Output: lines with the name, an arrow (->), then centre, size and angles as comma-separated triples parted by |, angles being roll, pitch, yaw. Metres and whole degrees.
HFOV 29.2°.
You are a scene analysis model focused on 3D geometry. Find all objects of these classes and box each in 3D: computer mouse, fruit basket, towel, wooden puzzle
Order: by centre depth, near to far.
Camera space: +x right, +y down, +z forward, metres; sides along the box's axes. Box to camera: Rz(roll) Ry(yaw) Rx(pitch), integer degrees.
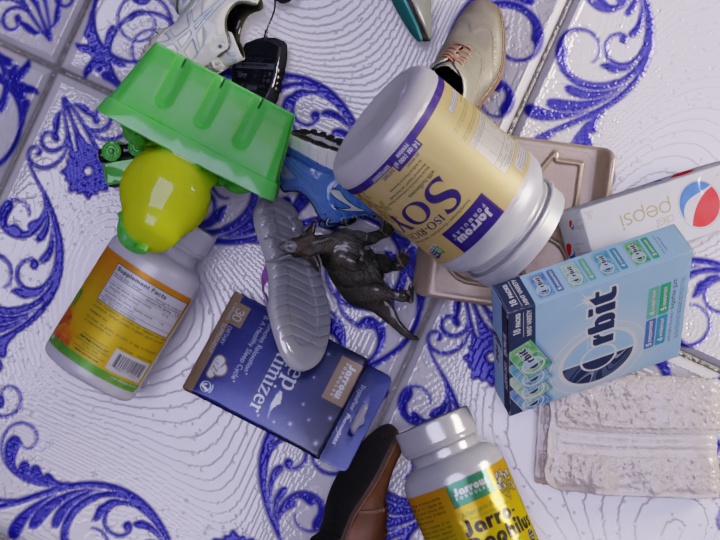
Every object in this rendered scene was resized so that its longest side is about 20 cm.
fruit basket -> -0.182, -0.109, 1.424 | 0.215, 0.156, 0.217 | 0, 95, -2
towel -> 0.286, 0.174, 1.478 | 0.199, 0.034, 0.133 | 2, 87, 4
wooden puzzle -> 0.166, -0.051, 1.498 | 0.199, 0.046, 0.186 | 8, 87, 9
computer mouse -> -0.099, -0.267, 1.539 | 0.058, 0.034, 0.201 | 10, 82, 25

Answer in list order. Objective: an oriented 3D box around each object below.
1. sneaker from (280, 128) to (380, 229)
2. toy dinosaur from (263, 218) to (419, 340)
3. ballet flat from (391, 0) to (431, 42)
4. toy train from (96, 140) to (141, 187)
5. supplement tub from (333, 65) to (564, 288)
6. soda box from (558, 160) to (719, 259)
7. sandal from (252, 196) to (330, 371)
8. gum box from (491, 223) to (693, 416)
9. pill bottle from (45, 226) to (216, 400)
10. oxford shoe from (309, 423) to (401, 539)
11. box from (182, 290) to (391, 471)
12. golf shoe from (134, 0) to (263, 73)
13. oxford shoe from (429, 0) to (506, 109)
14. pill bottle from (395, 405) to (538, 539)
sneaker -> 0.000, -0.083, 1.497 | 0.199, 0.079, 0.089 | 24, 112, 19
toy dinosaur -> 0.000, 0.000, 1.484 | 0.102, 0.200, 0.077 | -8, 51, 43
ballet flat -> 0.039, -0.347, 1.514 | 0.064, 0.067, 0.200 | -33, 85, -6
toy train -> -0.193, -0.129, 1.530 | 0.199, 0.042, 0.057 | -8, 96, 4
supplement tub -> 0.088, -0.090, 1.368 | 0.200, 0.145, 0.146 | 38, 90, -15
soda box -> 0.311, -0.058, 1.443 | 0.199, 0.064, 0.068 | -18, 94, -16
sandal -> -0.080, 0.018, 1.496 | 0.050, 0.082, 0.203 | -31, 59, 41
gum box -> 0.234, 0.052, 1.408 | 0.199, 0.170, 0.045 | -19, 49, -9
pill bottle -> -0.242, 0.029, 1.486 | 0.111, 0.111, 0.200 | 32, 89, 5
oxford shoe -> 0.003, 0.263, 1.488 | 0.071, 0.071, 0.201 | 27, 85, -25
box -> -0.077, 0.120, 1.499 | 0.199, 0.032, 0.121 | 27, 77, 4
golf shoe -> -0.179, -0.236, 1.510 | 0.097, 0.078, 0.201 | 25, 89, 15
oxford shoe -> 0.110, -0.215, 1.478 | 0.070, 0.074, 0.201 | 11, 68, 17
pill bottle -> 0.113, 0.249, 1.446 | 0.112, 0.113, 0.201 | -23, 85, 2
